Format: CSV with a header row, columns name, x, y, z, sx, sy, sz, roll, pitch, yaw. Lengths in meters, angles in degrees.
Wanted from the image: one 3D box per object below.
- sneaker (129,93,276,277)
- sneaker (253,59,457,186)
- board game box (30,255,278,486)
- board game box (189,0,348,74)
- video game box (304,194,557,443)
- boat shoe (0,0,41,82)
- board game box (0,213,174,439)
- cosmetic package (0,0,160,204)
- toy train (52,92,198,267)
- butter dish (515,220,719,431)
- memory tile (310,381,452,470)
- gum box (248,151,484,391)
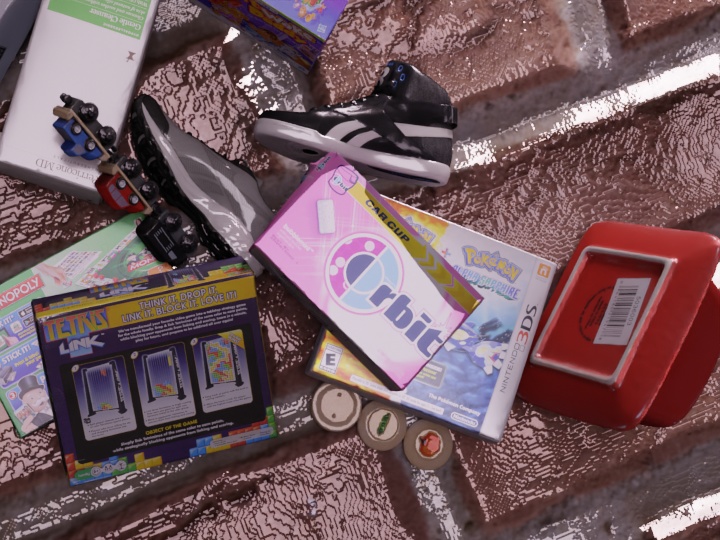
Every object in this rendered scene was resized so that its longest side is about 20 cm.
name,x,y,z,sx,sy,sz,roll,pitch,yaw
sneaker,-0.145,-0.087,1.344,0.079,0.074,0.201,-42,99,-20
sneaker,-0.002,-0.155,1.374,0.197,0.073,0.114,12,79,-16
board game box,-0.185,0.090,1.290,0.197,0.057,0.168,-11,109,-14
board game box,-0.115,-0.269,1.328,0.199,0.134,0.045,32,80,-5
video game box,0.069,0.046,1.359,0.198,0.047,0.184,20,79,-7
boat shoe,-0.374,-0.191,1.305,0.068,0.073,0.201,34,99,15
board game box,-0.260,0.048,1.327,0.198,0.029,0.136,-29,89,-11
cosmetic package,-0.262,-0.176,1.320,0.106,0.085,0.203,15,82,-11
toy train,-0.214,-0.077,1.274,0.046,0.034,0.201,-47,126,-18
butter dish,0.273,0.072,1.357,0.147,0.199,0.202,34,79,-28
memory tile,0.048,0.080,1.383,0.152,0.017,0.202,24,82,-6
gum box,0.000,0.000,1.295,0.200,0.066,0.114,44,80,-3
